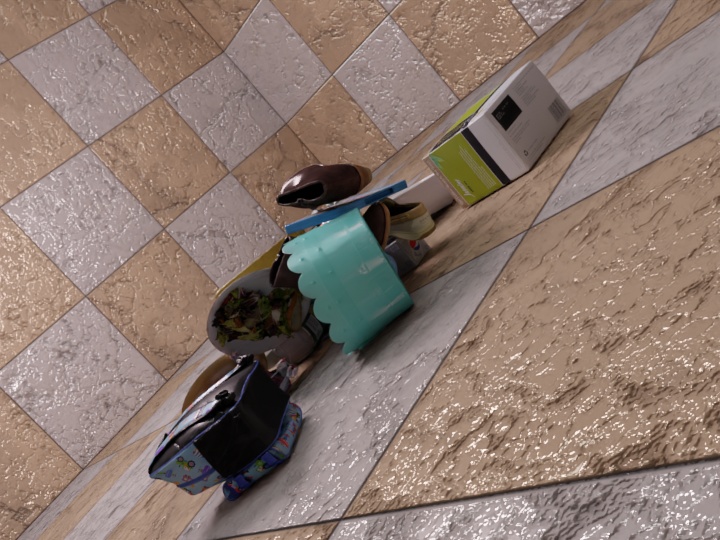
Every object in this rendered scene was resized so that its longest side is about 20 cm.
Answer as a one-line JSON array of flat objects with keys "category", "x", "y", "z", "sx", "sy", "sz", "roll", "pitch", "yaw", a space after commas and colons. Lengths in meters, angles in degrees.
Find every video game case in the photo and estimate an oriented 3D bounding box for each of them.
[{"category": "video game case", "x": -0.022, "y": -0.113, "z": 1.335, "sx": 0.142, "sy": 0.018, "sz": 0.199, "roll": -16, "pitch": 8, "yaw": 37}]

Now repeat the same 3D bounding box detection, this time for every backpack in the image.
[{"category": "backpack", "x": -0.202, "y": 0.247, "z": 1.103, "sx": 0.199, "sy": 0.135, "sz": 0.183, "roll": -40, "pitch": 9, "yaw": 11}]

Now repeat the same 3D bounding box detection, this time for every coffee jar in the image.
[{"category": "coffee jar", "x": -0.106, "y": 0.097, "z": 1.554, "sx": 0.104, "sy": 0.085, "sz": 0.200, "roll": -39, "pitch": 9, "yaw": 30}]

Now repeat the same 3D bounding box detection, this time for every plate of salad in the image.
[{"category": "plate of salad", "x": -0.174, "y": 0.082, "z": 1.345, "sx": 0.200, "sy": 0.200, "sz": 0.048, "roll": -42, "pitch": 49, "yaw": 5}]

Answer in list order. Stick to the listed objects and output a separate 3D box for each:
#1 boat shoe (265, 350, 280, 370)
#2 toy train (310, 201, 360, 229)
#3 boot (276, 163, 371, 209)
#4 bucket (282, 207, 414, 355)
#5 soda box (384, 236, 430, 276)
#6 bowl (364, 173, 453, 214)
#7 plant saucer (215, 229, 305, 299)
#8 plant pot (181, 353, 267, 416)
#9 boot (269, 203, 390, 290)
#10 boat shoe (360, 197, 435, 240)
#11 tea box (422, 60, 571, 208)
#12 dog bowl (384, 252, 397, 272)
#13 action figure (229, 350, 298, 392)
[{"category": "boat shoe", "x": -0.185, "y": 0.153, "z": 1.597, "sx": 0.071, "sy": 0.063, "sz": 0.200, "roll": -60, "pitch": -8, "yaw": 15}, {"category": "toy train", "x": -0.006, "y": -0.076, "z": 1.555, "sx": 0.114, "sy": 0.198, "sz": 0.086, "roll": 39, "pitch": 106, "yaw": 53}, {"category": "boot", "x": -0.094, "y": -0.137, "z": 1.276, "sx": 0.198, "sy": 0.073, "sz": 0.166, "roll": -10, "pitch": 8, "yaw": 34}, {"category": "bucket", "x": -0.015, "y": 0.012, "z": 1.194, "sx": 0.134, "sy": 0.209, "sz": 0.207, "roll": -31, "pitch": 9, "yaw": 3}, {"category": "soda box", "x": 0.041, "y": -0.010, "z": 1.474, "sx": 0.199, "sy": 0.064, "sz": 0.068, "roll": -34, "pitch": 11, "yaw": 45}, {"category": "bowl", "x": 0.115, "y": -0.146, "z": 1.665, "sx": 0.198, "sy": 0.075, "sz": 0.200, "roll": -30, "pitch": 6, "yaw": -18}, {"category": "plant saucer", "x": -0.151, "y": 0.033, "z": 1.424, "sx": 0.199, "sy": 0.049, "sz": 0.200, "roll": -39, "pitch": -24, "yaw": -5}, {"category": "plant pot", "x": -0.250, "y": 0.232, "z": 1.446, "sx": 0.199, "sy": 0.027, "sz": 0.201, "roll": -37, "pitch": -31, "yaw": -27}, {"category": "boot", "x": -0.050, "y": -0.038, "z": 1.297, "sx": 0.202, "sy": 0.165, "sz": 0.072, "roll": -61, "pitch": 41, "yaw": 21}, {"category": "boat shoe", "x": 0.050, "y": -0.101, "z": 1.402, "sx": 0.198, "sy": 0.067, "sz": 0.074, "roll": 4, "pitch": 34, "yaw": 40}, {"category": "tea box", "x": 0.257, "y": -0.255, "z": 1.442, "sx": 0.200, "sy": 0.134, "sz": 0.196, "roll": -48, "pitch": 11, "yaw": -34}, {"category": "dog bowl", "x": 0.000, "y": 0.000, "z": 1.407, "sx": 0.199, "sy": 0.049, "sz": 0.113, "roll": 29, "pitch": 100, "yaw": 57}, {"category": "action figure", "x": -0.183, "y": 0.227, "z": 1.357, "sx": 0.133, "sy": 0.151, "sz": 0.199, "roll": 22, "pitch": 37, "yaw": 35}]
